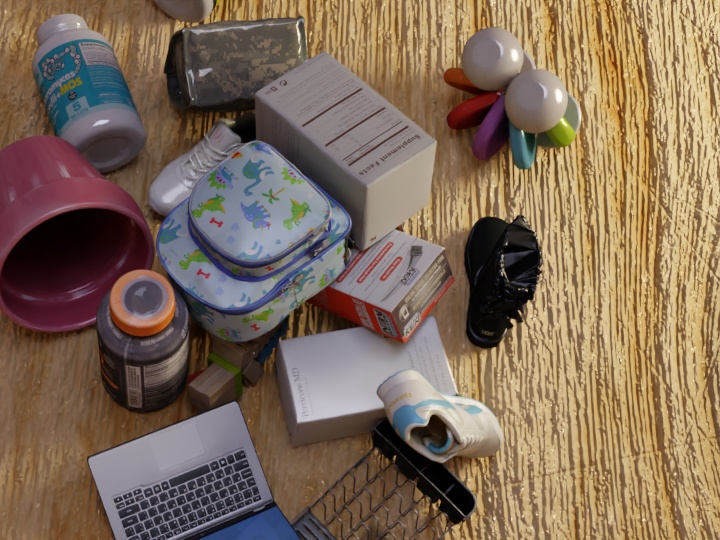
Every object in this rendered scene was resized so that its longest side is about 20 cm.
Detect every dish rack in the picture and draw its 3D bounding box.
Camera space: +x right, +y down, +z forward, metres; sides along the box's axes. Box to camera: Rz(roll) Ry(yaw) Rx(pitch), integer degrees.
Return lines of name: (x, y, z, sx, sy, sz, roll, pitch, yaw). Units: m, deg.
dish rack: (0.017, 0.287, 1.550, 0.153, 0.055, 0.200, 42, 62, 15)

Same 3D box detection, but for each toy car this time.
toy car: (0.194, -0.220, 1.815, 0.150, 0.175, 0.200, -46, 74, 9)

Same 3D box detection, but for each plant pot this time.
plant pot: (-0.366, -0.058, 1.614, 0.198, 0.201, 0.180, -18, 49, -18)

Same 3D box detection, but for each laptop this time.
laptop: (-0.177, 0.265, 1.491, 0.186, 0.116, 0.202, -20, 86, -19)

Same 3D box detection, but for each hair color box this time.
hair color box: (0.000, 0.000, 1.630, 0.199, 0.064, 0.111, 21, 59, 37)

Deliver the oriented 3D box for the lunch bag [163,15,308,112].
lunch bag: (-0.164, -0.264, 1.751, 0.162, 0.200, 0.119, -7, 94, -16)

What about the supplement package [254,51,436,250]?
supplement package: (-0.020, -0.145, 1.616, 0.117, 0.117, 0.200, -35, 62, -27)

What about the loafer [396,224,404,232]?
loafer: (0.030, -0.016, 1.709, 0.072, 0.072, 0.202, -9, 64, -16)

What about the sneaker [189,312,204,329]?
sneaker: (-0.130, -0.013, 1.668, 0.079, 0.096, 0.200, 34, 62, 11)

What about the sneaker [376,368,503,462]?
sneaker: (0.098, 0.187, 1.561, 0.199, 0.076, 0.081, 28, 28, -41)

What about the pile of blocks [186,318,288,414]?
pile of blocks: (-0.146, 0.088, 1.621, 0.062, 0.082, 0.201, 29, 75, 24)

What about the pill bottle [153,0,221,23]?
pill bottle: (-0.207, -0.450, 1.887, 0.112, 0.113, 0.201, 31, 61, 8)

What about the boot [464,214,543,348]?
boot: (0.178, -0.013, 1.679, 0.073, 0.163, 0.200, 11, 60, -5)

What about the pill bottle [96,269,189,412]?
pill bottle: (-0.247, 0.076, 1.540, 0.105, 0.200, 0.107, 4, 61, -6)

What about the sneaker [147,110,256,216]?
sneaker: (-0.193, -0.148, 1.730, 0.078, 0.100, 0.200, 43, 64, 14)

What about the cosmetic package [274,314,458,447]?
cosmetic package: (0.003, 0.132, 1.618, 0.198, 0.081, 0.114, -10, 65, -15)

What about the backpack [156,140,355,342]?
backpack: (-0.129, -0.036, 1.543, 0.200, 0.147, 0.183, -42, 69, -15)

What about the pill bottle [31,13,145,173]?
pill bottle: (-0.358, -0.233, 1.746, 0.110, 0.111, 0.201, -17, 65, -17)
